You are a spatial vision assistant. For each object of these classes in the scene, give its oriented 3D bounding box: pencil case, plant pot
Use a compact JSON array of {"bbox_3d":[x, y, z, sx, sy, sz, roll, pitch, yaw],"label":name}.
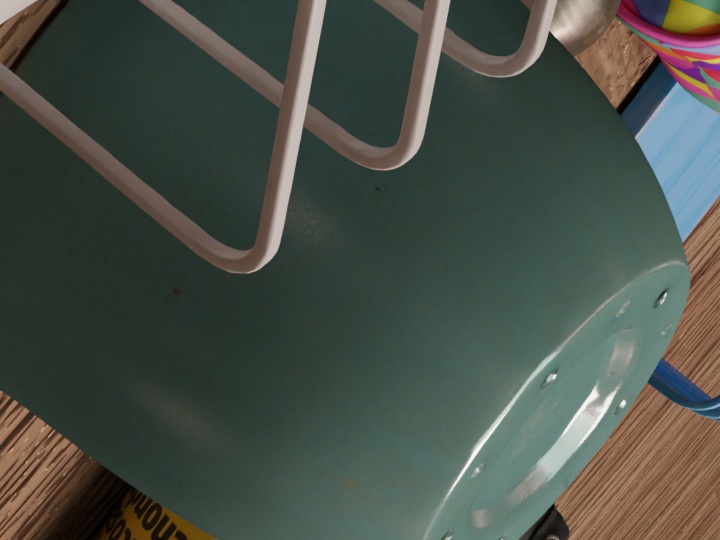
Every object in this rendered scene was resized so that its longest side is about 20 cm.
[{"bbox_3d":[0.155,-0.111,0.998,0.089,0.088,0.200,-53,160,8],"label":"pencil case"},{"bbox_3d":[0.000,0.000,0.730,0.201,0.161,0.201,-44,160,-20],"label":"plant pot"}]

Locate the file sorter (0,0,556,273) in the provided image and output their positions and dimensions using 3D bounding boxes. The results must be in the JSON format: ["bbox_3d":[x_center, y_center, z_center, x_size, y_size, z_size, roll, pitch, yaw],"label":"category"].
[{"bbox_3d":[0.003,-0.115,0.582,0.200,0.124,0.139,-38,157,-31],"label":"file sorter"}]

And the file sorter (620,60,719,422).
[{"bbox_3d":[0.177,-0.003,1.186,0.139,0.123,0.200,-52,162,6],"label":"file sorter"}]

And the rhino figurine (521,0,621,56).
[{"bbox_3d":[0.080,-0.126,0.834,0.200,0.060,0.087,-58,155,13],"label":"rhino figurine"}]

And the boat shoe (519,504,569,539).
[{"bbox_3d":[0.018,0.161,0.988,0.074,0.066,0.200,-4,-132,58],"label":"boat shoe"}]

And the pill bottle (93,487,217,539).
[{"bbox_3d":[-0.056,0.134,0.923,0.200,0.112,0.112,-54,161,7],"label":"pill bottle"}]
